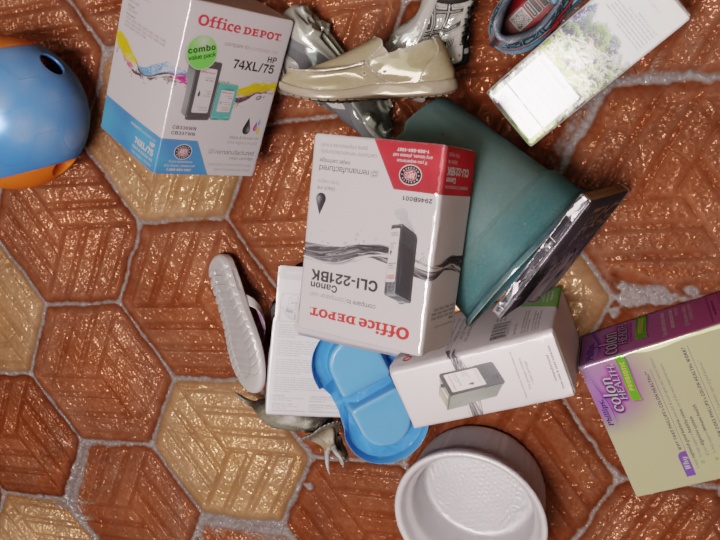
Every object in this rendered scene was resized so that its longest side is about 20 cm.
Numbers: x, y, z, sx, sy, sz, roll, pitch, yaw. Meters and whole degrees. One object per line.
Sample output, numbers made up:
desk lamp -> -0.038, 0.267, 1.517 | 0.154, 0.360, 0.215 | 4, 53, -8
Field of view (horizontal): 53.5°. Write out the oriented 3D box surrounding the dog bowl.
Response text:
dog bowl -> 0.010, 0.150, 0.918 | 0.111, 0.050, 0.201 | -27, 103, -3

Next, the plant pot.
plant pot -> 0.119, -0.076, 0.804 | 0.196, 0.200, 0.200 | 44, 116, 10

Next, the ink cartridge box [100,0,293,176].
ink cartridge box -> -0.200, -0.236, 0.861 | 0.146, 0.146, 0.201 | 38, 120, 36

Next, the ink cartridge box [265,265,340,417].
ink cartridge box -> -0.039, 0.095, 0.948 | 0.162, 0.057, 0.201 | 4, 96, -9

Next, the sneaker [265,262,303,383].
sneaker -> -0.090, 0.076, 0.998 | 0.083, 0.071, 0.200 | 34, 117, 25

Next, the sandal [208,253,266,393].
sandal -> -0.161, 0.071, 1.014 | 0.082, 0.050, 0.204 | -22, 83, 52

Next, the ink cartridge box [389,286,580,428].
ink cartridge box -> 0.154, 0.103, 0.866 | 0.199, 0.146, 0.084 | -17, 102, 25

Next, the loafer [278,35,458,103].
loafer -> 0.008, -0.222, 0.790 | 0.199, 0.076, 0.069 | 0, 101, 6

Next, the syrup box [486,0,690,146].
syrup box -> 0.239, -0.231, 0.762 | 0.200, 0.081, 0.079 | -39, 93, 26

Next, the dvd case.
dvd case -> 0.222, -0.025, 0.770 | 0.016, 0.200, 0.149 | 41, 116, 18

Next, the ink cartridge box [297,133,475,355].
ink cartridge box -> 0.024, -0.028, 0.716 | 0.144, 0.084, 0.201 | 10, 100, 27

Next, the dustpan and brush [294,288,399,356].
dustpan and brush -> 0.000, 0.000, 0.817 | 0.139, 0.057, 0.201 | 12, 133, 4

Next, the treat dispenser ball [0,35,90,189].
treat dispenser ball -> -0.471, -0.211, 0.962 | 0.200, 0.201, 0.202 | 6, 109, 18

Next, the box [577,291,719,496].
box -> 0.381, 0.139, 0.822 | 0.199, 0.097, 0.177 | -23, 98, 24

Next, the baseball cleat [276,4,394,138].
baseball cleat -> -0.041, -0.226, 0.885 | 0.106, 0.070, 0.201 | -34, 89, 40

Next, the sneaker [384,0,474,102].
sneaker -> 0.102, -0.280, 0.808 | 0.088, 0.076, 0.200 | 39, 125, -4

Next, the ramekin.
ramekin -> 0.154, 0.309, 0.960 | 0.199, 0.098, 0.202 | 6, 110, 18

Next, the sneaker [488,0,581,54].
sneaker -> 0.211, -0.305, 0.739 | 0.079, 0.096, 0.200 | 41, 116, 3

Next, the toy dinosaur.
toy dinosaur -> -0.094, 0.196, 1.012 | 0.199, 0.102, 0.077 | 21, 113, 12
